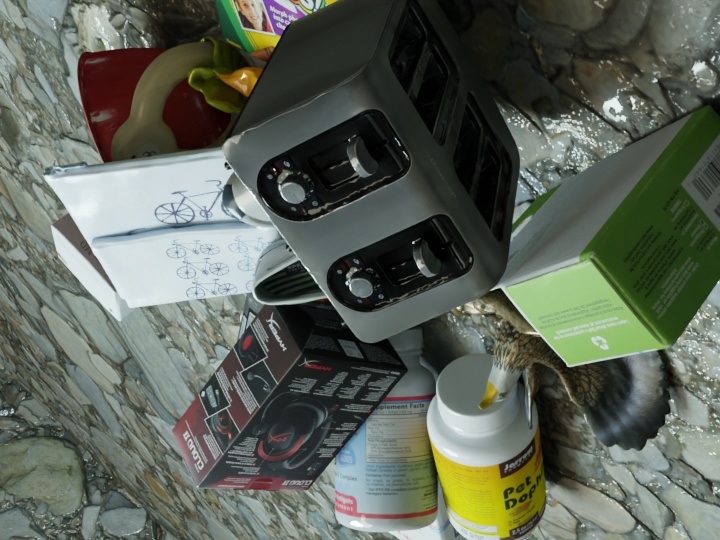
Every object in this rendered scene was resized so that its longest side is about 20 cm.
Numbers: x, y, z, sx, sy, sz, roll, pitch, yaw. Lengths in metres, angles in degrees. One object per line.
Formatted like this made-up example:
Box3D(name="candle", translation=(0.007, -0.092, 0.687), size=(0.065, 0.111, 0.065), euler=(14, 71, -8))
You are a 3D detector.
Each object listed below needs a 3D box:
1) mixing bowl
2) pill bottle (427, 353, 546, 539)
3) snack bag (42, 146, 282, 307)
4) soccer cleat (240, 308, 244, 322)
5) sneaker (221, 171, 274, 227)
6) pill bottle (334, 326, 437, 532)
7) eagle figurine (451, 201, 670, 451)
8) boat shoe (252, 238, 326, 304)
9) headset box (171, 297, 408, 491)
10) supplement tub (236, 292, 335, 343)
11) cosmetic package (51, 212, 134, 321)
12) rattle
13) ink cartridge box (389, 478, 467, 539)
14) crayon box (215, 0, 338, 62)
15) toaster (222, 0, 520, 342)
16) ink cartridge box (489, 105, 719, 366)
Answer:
Box3D(name="mixing bowl", translation=(-0.190, -0.145, 1.039), size=(0.200, 0.107, 0.202), euler=(-21, -90, -84))
Box3D(name="pill bottle", translation=(0.126, 0.178, 1.029), size=(0.109, 0.109, 0.201), euler=(26, 146, 36))
Box3D(name="snack bag", translation=(-0.162, -0.036, 0.934), size=(0.186, 0.022, 0.201), euler=(-6, 143, 8))
Box3D(name="soccer cleat", translation=(-0.055, 0.089, 1.218), size=(0.199, 0.077, 0.070), euler=(36, 151, 23))
Box3D(name="sneaker", translation=(-0.047, -0.073, 0.812), size=(0.070, 0.200, 0.074), euler=(-17, 87, 19))
Box3D(name="pill bottle", translation=(0.026, 0.161, 1.074), size=(0.108, 0.108, 0.203), euler=(-3, 87, 57))
Box3D(name="eagle figurine", translation=(0.150, 0.060, 0.859), size=(0.199, 0.151, 0.153), euler=(32, -149, -38))
Box3D(name="boat shoe", translation=(-0.001, -0.009, 0.890), size=(0.198, 0.067, 0.074), euler=(-21, 113, 18))
Box3D(name="headset box", translation=(-0.074, 0.132, 0.990), size=(0.201, 0.148, 0.075), euler=(-53, 50, 22))
Box3D(name="supplement tub", translation=(-0.077, 0.090, 1.127), size=(0.122, 0.122, 0.202), euler=(27, 111, 35))
Box3D(name="cosmetic package", translation=(-0.234, -0.054, 1.163), size=(0.113, 0.200, 0.081), euler=(42, 153, 11))
Box3D(name="rattle", translation=(-0.149, -0.099, 0.902), size=(0.143, 0.200, 0.131), euler=(40, 166, 31))
Box3D(name="ink cartridge box", translation=(0.066, 0.245, 1.231), size=(0.145, 0.087, 0.201), euler=(28, 145, 35))
Box3D(name="crayon box", translation=(-0.039, -0.231, 0.800), size=(0.199, 0.058, 0.174), euler=(30, 148, 31))
Box3D(name="toaster", translation=(0.017, -0.083, 0.706), size=(0.118, 0.201, 0.181), euler=(-19, 122, 27))
Box3D(name="ink cartridge box", translation=(0.157, -0.010, 0.698), size=(0.076, 0.148, 0.200), euler=(47, 154, -7))
